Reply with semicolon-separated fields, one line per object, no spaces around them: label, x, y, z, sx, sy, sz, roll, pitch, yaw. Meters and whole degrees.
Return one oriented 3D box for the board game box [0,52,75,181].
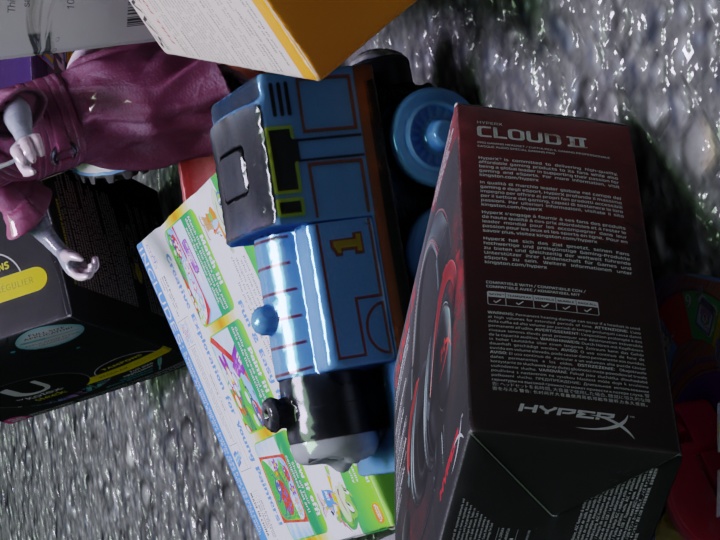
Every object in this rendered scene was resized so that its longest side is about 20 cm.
board game box;-0.259;-0.132;1.193;0.057;0.164;0.201;48;-151;-56

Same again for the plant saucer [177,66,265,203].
plant saucer;-0.064;-0.112;1.116;0.199;0.036;0.201;164;99;-67

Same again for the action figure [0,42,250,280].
action figure;-0.163;-0.085;1.051;0.149;0.199;0.134;63;156;26

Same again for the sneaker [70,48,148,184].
sneaker;-0.154;-0.119;1.228;0.200;0.071;0.073;-98;-4;-56

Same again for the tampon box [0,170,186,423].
tampon box;-0.220;0.009;1.272;0.200;0.149;0.127;29;-136;-69

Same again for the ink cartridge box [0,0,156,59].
ink cartridge box;-0.157;-0.191;1.001;0.084;0.199;0.146;43;135;49

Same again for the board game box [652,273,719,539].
board game box;0.117;0.103;0.742;0.158;0.039;0.201;-163;68;-65

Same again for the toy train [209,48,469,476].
toy train;0.000;0.000;0.895;0.087;0.114;0.201;162;100;-68

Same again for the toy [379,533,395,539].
toy;0.062;0.194;0.845;0.200;0.115;0.047;63;179;42

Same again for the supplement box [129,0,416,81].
supplement box;-0.030;-0.157;0.885;0.074;0.126;0.200;54;166;-22

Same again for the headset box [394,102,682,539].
headset box;0.059;0.044;0.752;0.201;0.075;0.149;-89;8;-48

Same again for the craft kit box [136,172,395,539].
craft kit box;-0.041;0.047;1.048;0.201;0.048;0.197;67;159;3
